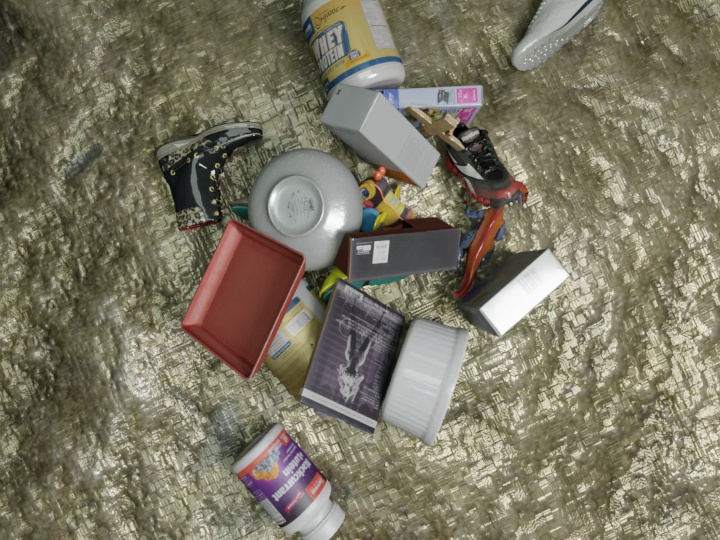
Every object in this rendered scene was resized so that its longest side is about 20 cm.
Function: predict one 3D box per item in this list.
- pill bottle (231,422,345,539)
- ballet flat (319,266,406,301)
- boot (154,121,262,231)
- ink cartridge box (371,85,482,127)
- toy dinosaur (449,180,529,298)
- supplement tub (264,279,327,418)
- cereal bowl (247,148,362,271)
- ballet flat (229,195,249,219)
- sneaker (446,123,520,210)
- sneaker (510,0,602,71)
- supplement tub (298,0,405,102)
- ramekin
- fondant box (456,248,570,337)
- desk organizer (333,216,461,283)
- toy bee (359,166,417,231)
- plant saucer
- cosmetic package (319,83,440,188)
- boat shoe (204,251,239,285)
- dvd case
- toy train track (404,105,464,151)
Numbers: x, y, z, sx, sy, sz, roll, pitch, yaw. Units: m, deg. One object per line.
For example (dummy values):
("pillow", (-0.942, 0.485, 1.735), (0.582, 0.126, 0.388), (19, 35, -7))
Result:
("pill bottle", (-0.120, 0.374, 1.027), (0.111, 0.111, 0.201), (-41, 90, -1))
("ballet flat", (0.000, 0.000, 1.024), (0.197, 0.067, 0.068), (-15, 64, -36))
("boot", (-0.252, -0.166, 1.048), (0.200, 0.073, 0.157), (-15, 88, 6))
("ink cartridge box", (0.103, -0.281, 1.032), (0.196, 0.119, 0.043), (-1, 87, -1))
("toy dinosaur", (0.229, -0.062, 1.025), (0.104, 0.201, 0.183), (23, 121, -16))
("supplement tub", (-0.087, 0.132, 1.005), (0.144, 0.145, 0.200), (-42, 90, -1))
("cereal bowl", (-0.096, -0.101, 0.966), (0.196, 0.083, 0.205), (0, 90, 10))
("ballet flat", (-0.131, -0.112, 1.063), (0.196, 0.068, 0.069), (14, 70, -6))
("sneaker", (0.198, -0.181, 0.994), (0.070, 0.202, 0.099), (-24, 133, -5))
("sneaker", (0.339, -0.442, 1.071), (0.199, 0.076, 0.081), (-39, 79, -6))
("supplement tub", (-0.018, -0.396, 1.019), (0.142, 0.145, 0.203), (-21, 90, -1))
("ramekin", (0.104, 0.178, 0.994), (0.096, 0.200, 0.204), (20, 89, 6))
("fondant box", (0.246, 0.034, 0.992), (0.144, 0.200, 0.058), (-41, 89, -1))
("desk organizer", (0.058, -0.038, 0.967), (0.196, 0.077, 0.073), (-7, 114, -24))
("toy bee", (0.029, -0.116, 1.026), (0.197, 0.109, 0.133), (20, 47, -17))
("plant saucer", (-0.179, 0.041, 0.931), (0.198, 0.036, 0.203), (25, 90, 40))
("cosmetic package", (0.037, -0.219, 0.984), (0.101, 0.199, 0.072), (26, 87, 41))
("boat shoe", (-0.172, -0.014, 1.040), (0.197, 0.091, 0.072), (-20, 90, -1))
("dvd case", (-0.009, 0.135, 0.938), (0.147, 0.016, 0.203), (31, 64, -29))
("toy train track", (0.113, -0.242, 0.994), (0.114, 0.200, 0.033), (33, 83, -17))
